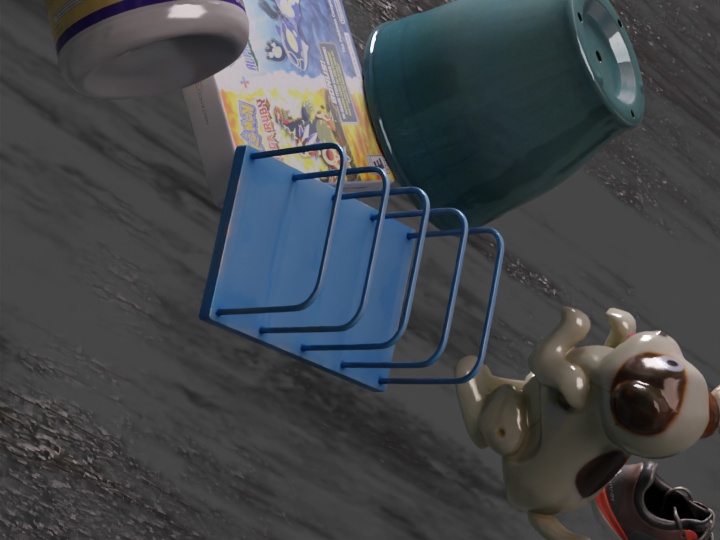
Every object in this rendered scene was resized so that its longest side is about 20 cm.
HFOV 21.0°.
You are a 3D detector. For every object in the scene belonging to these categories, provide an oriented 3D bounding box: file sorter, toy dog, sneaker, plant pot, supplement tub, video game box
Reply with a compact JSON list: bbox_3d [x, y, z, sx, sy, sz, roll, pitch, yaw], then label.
[{"bbox_3d":[0.000,0.000,1.494,0.199,0.122,0.140,25,70,-42],"label":"file sorter"},{"bbox_3d":[0.196,0.120,1.619,0.139,0.199,0.195,21,56,-39],"label":"toy dog"},{"bbox_3d":[0.289,0.249,1.748,0.200,0.082,0.077,47,43,-20],"label":"sneaker"},{"bbox_3d":[0.133,-0.154,1.667,0.200,0.187,0.201,40,39,-43],"label":"plant pot"},{"bbox_3d":[-0.171,-0.243,1.442,0.145,0.145,0.201,-2,73,-48],"label":"supplement tub"},{"bbox_3d":[-0.070,-0.156,1.589,0.181,0.047,0.201,-7,77,-46],"label":"video game box"}]

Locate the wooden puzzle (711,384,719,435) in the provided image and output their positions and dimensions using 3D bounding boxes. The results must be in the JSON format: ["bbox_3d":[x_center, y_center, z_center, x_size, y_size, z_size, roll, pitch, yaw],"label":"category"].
[{"bbox_3d":[0.444,0.168,1.993,0.200,0.037,0.186,-32,96,-50],"label":"wooden puzzle"}]
